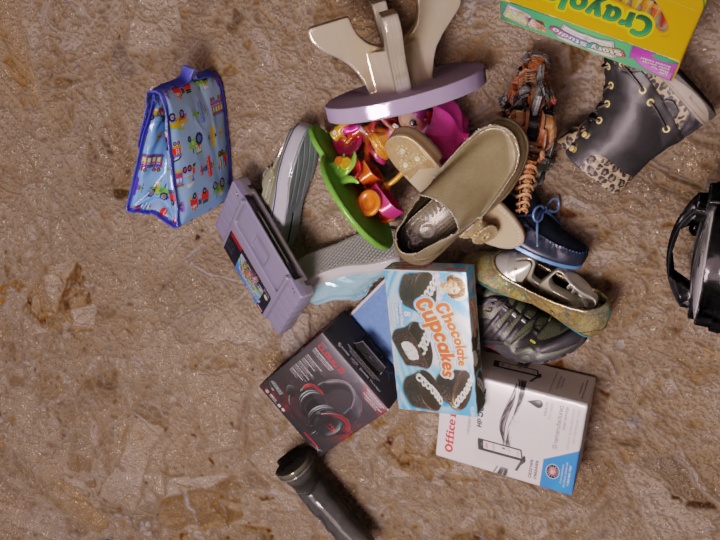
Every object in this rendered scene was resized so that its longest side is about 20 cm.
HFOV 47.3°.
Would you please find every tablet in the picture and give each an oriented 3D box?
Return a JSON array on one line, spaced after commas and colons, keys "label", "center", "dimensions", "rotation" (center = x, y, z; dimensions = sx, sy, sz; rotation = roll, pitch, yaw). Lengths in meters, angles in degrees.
[{"label": "tablet", "center": [0.062, 0.074, 1.160], "dimensions": [0.130, 0.014, 0.200], "rotation": [48, 141, 4]}]

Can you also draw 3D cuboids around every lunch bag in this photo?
[{"label": "lunch bag", "center": [-0.244, -0.184, 1.150], "dimensions": [0.093, 0.151, 0.202], "rotation": [18, 117, 16]}]

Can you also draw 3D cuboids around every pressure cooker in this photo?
[{"label": "pressure cooker", "center": [0.440, -0.008, 0.900], "dimensions": [0.198, 0.178, 0.178], "rotation": [10, 91, 21]}]

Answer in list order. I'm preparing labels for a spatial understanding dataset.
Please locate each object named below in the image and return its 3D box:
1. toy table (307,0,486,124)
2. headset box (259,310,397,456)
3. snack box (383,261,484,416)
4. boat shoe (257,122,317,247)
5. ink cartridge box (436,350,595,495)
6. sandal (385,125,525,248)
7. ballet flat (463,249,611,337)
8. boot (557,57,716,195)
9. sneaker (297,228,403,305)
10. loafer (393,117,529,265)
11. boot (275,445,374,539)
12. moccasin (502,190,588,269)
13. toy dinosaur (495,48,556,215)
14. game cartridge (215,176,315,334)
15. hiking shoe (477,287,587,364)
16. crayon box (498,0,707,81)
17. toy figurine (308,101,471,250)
[{"label": "toy table", "center": [0.043, -0.260, 0.985], "dimensions": [0.198, 0.184, 0.118], "rotation": [-20, 114, -8]}, {"label": "headset box", "center": [-0.036, 0.167, 1.233], "dimensions": [0.149, 0.075, 0.200], "rotation": [49, 129, -1]}, {"label": "snack box", "center": [0.098, 0.090, 1.081], "dimensions": [0.115, 0.037, 0.202], "rotation": [2, 109, 26]}, {"label": "boat shoe", "center": [-0.113, -0.120, 1.165], "dimensions": [0.062, 0.072, 0.202], "rotation": [28, 121, 18]}, {"label": "ink cartridge box", "center": [0.212, 0.205, 1.142], "dimensions": [0.198, 0.084, 0.148], "rotation": [11, 114, 20]}, {"label": "sandal", "center": [0.102, -0.073, 0.971], "dimensions": [0.211, 0.070, 0.077], "rotation": [41, 142, -15]}, {"label": "ballet flat", "center": [0.229, 0.013, 1.051], "dimensions": [0.199, 0.071, 0.071], "rotation": [30, 120, 14]}, {"label": "boot", "center": [0.285, -0.198, 0.949], "dimensions": [0.200, 0.073, 0.151], "rotation": [40, 118, -4]}, {"label": "sneaker", "center": [0.000, 0.000, 1.175], "dimensions": [0.198, 0.074, 0.082], "rotation": [-13, 134, 24]}, {"label": "loafer", "center": [0.108, -0.079, 0.899], "dimensions": [0.076, 0.067, 0.201], "rotation": [40, 110, 7]}, {"label": "boot", "center": [-0.053, 0.376, 1.303], "dimensions": [0.072, 0.182, 0.201], "rotation": [-32, 88, -5]}, {"label": "moccasin", "center": [0.200, -0.071, 1.037], "dimensions": [0.199, 0.080, 0.069], "rotation": [29, 116, 10]}, {"label": "toy dinosaur", "center": [0.187, -0.159, 0.958], "dimensions": [0.101, 0.201, 0.136], "rotation": [27, 154, 8]}, {"label": "game cartridge", "center": [-0.144, -0.018, 1.186], "dimensions": [0.201, 0.038, 0.130], "rotation": [58, 143, 15]}, {"label": "hiking shoe", "center": [0.200, 0.061, 1.093], "dimensions": [0.198, 0.076, 0.102], "rotation": [2, 115, 25]}, {"label": "crayon box", "center": [0.270, -0.319, 0.864], "dimensions": [0.198, 0.058, 0.174], "rotation": [24, 84, 14]}, {"label": "toy figurine", "center": [0.052, -0.160, 1.062], "dimensions": [0.183, 0.150, 0.201], "rotation": [-35, 69, 18]}]
